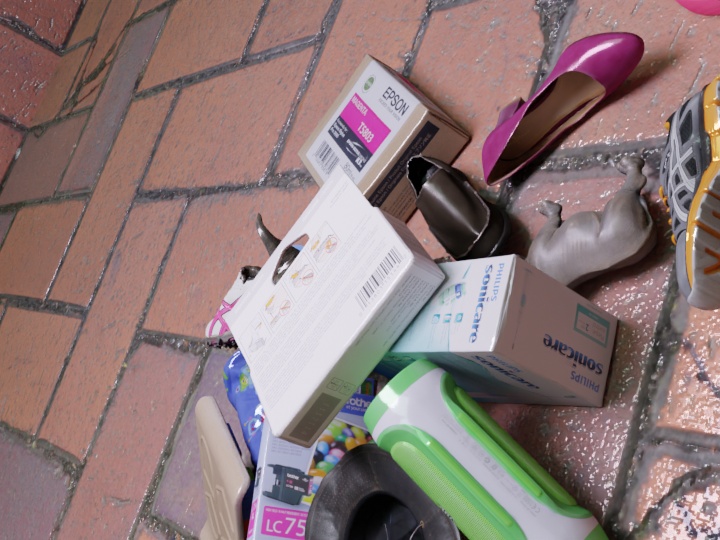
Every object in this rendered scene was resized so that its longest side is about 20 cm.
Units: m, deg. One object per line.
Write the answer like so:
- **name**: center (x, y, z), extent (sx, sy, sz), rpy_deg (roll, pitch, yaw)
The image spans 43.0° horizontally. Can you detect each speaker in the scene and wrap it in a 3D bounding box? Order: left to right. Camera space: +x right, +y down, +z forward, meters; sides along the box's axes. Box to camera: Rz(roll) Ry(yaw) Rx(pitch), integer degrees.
- **speaker**: center (0.096, 0.164, 0.716), extent (0.200, 0.088, 0.088), rpy_deg (44, 106, 20)

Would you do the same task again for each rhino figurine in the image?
- **rhino figurine**: center (0.182, -0.017, 0.826), extent (0.200, 0.060, 0.088), rpy_deg (-32, 41, 38)

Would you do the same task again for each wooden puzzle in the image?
- **wooden puzzle**: center (-0.142, 0.266, 1.018), extent (0.185, 0.046, 0.200), rpy_deg (-133, 42, -57)

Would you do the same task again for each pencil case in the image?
- **pencil case**: center (-0.098, 0.173, 1.026), extent (0.087, 0.078, 0.200), rpy_deg (-31, 45, 2)

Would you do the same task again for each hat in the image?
- **hat**: center (0.041, 0.250, 0.807), extent (0.200, 0.081, 0.201), rpy_deg (-9, 78, 48)

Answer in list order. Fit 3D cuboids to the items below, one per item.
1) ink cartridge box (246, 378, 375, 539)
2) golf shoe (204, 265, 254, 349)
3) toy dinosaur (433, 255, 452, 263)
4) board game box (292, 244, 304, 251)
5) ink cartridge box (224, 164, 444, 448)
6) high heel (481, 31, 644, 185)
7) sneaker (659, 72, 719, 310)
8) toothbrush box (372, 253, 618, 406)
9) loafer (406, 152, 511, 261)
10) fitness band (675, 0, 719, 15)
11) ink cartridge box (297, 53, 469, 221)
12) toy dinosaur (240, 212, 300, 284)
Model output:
- **ink cartridge box**: center (-0.041, 0.186, 0.924), extent (0.042, 0.119, 0.200), rpy_deg (121, 158, -56)
- **golf shoe**: center (-0.128, 0.044, 1.099), extent (0.200, 0.072, 0.092), rpy_deg (-25, 66, 51)
- **toy dinosaur**: center (0.000, 0.000, 0.977), extent (0.200, 0.135, 0.086), rpy_deg (1, 69, 59)
- **board game box**: center (-0.056, 0.069, 1.077), extent (0.158, 0.039, 0.200), rpy_deg (-40, 57, 56)
- **ink cartridge box**: center (-0.032, 0.028, 0.827), extent (0.200, 0.045, 0.176), rpy_deg (-52, 37, 15)
- **high heel**: center (0.195, -0.152, 0.892), extent (0.200, 0.067, 0.096), rpy_deg (-37, 30, 55)
- **sneaker**: center (0.277, -0.059, 0.729), extent (0.077, 0.078, 0.200), rpy_deg (-28, 42, 58)
- **toothbrush box**: center (0.098, 0.058, 0.807), extent (0.200, 0.146, 0.085), rpy_deg (-6, 63, 51)
- **loafer**: center (0.090, -0.064, 0.953), extent (0.073, 0.071, 0.200), rpy_deg (-54, 28, 13)
- **fitness band**: center (0.361, -0.301, 0.811), extent (0.200, 0.037, 0.144), rpy_deg (0, 70, 54)
- **ink cartridge box**: center (0.020, -0.152, 1.116), extent (0.165, 0.075, 0.200), rpy_deg (-54, 34, 14)
- **toy dinosaur**: center (-0.071, 0.034, 0.981), extent (0.077, 0.102, 0.200), rpy_deg (108, 147, -60)
